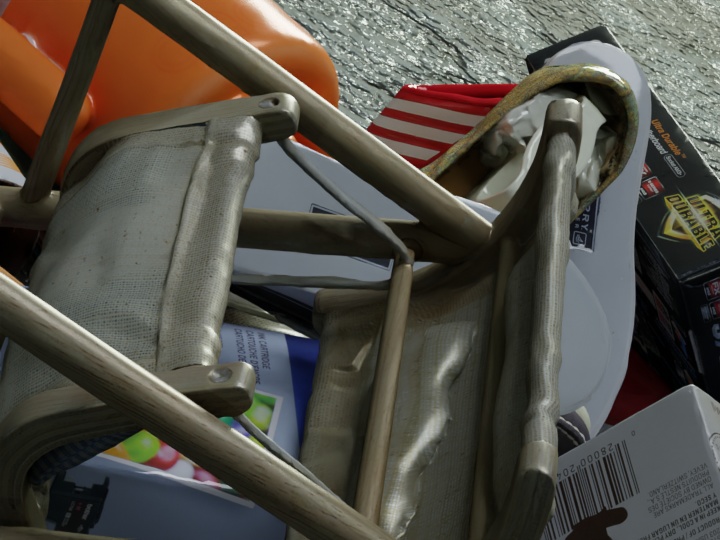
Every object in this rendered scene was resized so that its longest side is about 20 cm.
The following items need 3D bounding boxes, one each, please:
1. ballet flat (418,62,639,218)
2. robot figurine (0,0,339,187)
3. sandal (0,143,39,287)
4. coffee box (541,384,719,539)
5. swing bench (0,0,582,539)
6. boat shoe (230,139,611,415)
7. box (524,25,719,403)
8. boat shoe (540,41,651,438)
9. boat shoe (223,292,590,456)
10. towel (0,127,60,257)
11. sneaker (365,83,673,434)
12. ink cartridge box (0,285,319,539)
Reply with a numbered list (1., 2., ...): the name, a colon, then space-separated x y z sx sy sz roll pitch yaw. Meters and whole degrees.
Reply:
1. ballet flat: 0.042 -0.015 1.193 0.071 0.200 0.071 39 -20 18
2. robot figurine: -0.088 -0.080 1.186 0.144 0.117 0.200 -34 59 -22
3. sandal: -0.180 -0.054 1.105 0.207 0.059 0.079 39 -5 16
4. coffee box: 0.132 0.155 0.978 0.114 0.080 0.200 34 33 -46
5. swing bench: -0.039 0.017 0.930 0.200 0.130 0.199 20 35 -7
6. boat shoe: 0.000 0.000 1.100 0.200 0.072 0.068 21 -8 -21
7. box: 0.145 0.001 1.369 0.200 0.046 0.159 -119 -172 -52
8. boat shoe: 0.077 0.000 1.271 0.072 0.200 0.066 11 -14 -14
9. boat shoe: 0.002 0.059 1.140 0.200 0.072 0.065 19 30 -22
10. towel: -0.070 -0.019 1.256 0.200 0.022 0.147 10 30 -40
11. sneaker: 0.079 -0.012 1.332 0.200 0.116 0.078 35 22 9
12. ink cartridge box: -0.068 0.056 1.017 0.200 0.042 0.119 13 26 -11
